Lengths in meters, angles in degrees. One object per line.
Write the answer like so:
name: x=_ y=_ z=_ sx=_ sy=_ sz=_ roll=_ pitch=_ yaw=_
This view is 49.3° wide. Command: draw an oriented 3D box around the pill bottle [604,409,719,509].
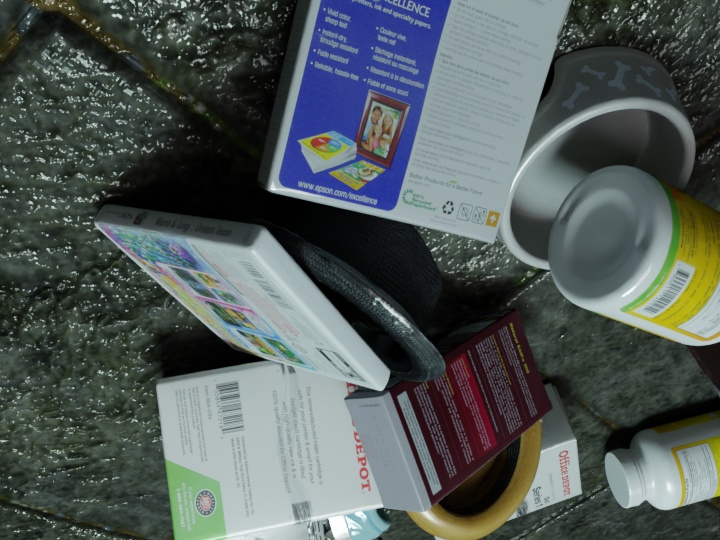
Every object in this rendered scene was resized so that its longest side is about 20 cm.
pill bottle: x=0.433 y=0.255 z=1.047 sx=0.195 sy=0.106 sz=0.106 roll=-12 pitch=137 yaw=-6

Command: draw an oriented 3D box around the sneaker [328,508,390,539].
sneaker: x=-0.012 y=0.208 z=0.853 sx=0.080 sy=0.074 sz=0.204 roll=-17 pitch=117 yaw=-8

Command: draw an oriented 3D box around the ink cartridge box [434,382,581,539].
ink cartridge box: x=0.163 y=0.237 z=0.952 sx=0.196 sy=0.085 sz=0.147 roll=-21 pitch=137 yaw=3

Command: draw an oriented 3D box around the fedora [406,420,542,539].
fedora: x=0.104 y=0.181 z=0.846 sx=0.196 sy=0.081 sz=0.207 roll=0 pitch=89 yaw=-22

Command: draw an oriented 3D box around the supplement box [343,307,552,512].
supplement box: x=0.088 y=0.125 z=0.735 sx=0.198 sy=0.111 sz=0.060 roll=-24 pitch=-175 yaw=-37

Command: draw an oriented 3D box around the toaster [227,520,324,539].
toaster: x=-0.109 y=0.268 z=0.840 sx=0.126 sy=0.114 sz=0.205 roll=-11 pitch=107 yaw=-13

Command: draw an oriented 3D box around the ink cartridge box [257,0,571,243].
ink cartridge box: x=0.041 y=-0.136 z=0.553 sx=0.193 sy=0.047 sz=0.205 roll=11 pitch=100 yaw=-27

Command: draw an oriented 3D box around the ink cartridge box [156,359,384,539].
ink cartridge box: x=-0.082 y=0.160 z=0.738 sx=0.195 sy=0.150 sz=0.084 roll=-8 pitch=174 yaw=-11

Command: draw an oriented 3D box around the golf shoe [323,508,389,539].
golf shoe: x=-0.017 y=0.304 z=0.964 sx=0.092 sy=0.079 sz=0.203 roll=-6 pitch=134 yaw=-12

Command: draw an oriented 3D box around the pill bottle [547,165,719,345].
pill bottle: x=0.258 y=-0.002 z=0.645 sx=0.197 sy=0.112 sz=0.112 roll=18 pitch=126 yaw=-33

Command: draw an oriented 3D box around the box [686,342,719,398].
box: x=0.517 y=0.121 z=0.898 sx=0.198 sy=0.168 sz=0.164 roll=-34 pitch=135 yaw=17

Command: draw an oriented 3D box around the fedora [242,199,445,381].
fedora: x=0.000 y=0.000 z=0.630 sx=0.093 sy=0.198 sz=0.201 roll=-56 pitch=137 yaw=-17

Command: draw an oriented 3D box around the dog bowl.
dog bowl: x=0.190 y=-0.084 z=0.665 sx=0.195 sy=0.059 sz=0.203 roll=-10 pitch=136 yaw=-10

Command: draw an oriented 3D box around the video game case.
video game case: x=-0.090 y=0.023 z=0.618 sx=0.179 sy=0.024 sz=0.201 roll=10 pitch=152 yaw=38
